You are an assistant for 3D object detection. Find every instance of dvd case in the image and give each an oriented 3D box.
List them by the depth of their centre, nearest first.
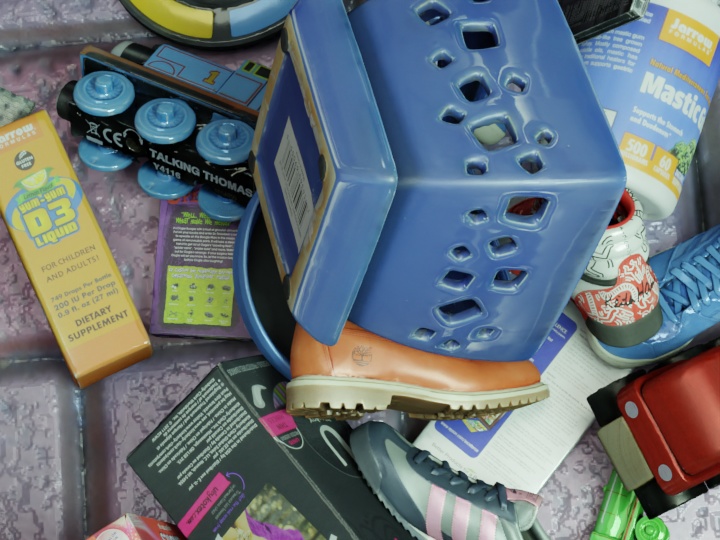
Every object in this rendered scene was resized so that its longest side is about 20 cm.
[{"bbox_3d":[0.177,-0.234,1.239,0.016,0.200,0.149,21,80,-16],"label":"dvd case"}]

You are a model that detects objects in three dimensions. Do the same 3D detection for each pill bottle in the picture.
[{"bbox_3d":[0.209,-0.148,1.256,0.112,0.112,0.201,19,82,9],"label":"pill bottle"}]

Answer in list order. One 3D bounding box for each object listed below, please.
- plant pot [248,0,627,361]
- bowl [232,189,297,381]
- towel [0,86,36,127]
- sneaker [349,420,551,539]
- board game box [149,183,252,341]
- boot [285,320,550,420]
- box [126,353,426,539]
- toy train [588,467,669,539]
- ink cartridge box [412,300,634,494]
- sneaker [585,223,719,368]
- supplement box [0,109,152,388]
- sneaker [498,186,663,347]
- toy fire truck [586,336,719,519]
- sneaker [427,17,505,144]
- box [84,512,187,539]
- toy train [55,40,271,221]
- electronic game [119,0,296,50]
[{"bbox_3d":[0.036,-0.069,1.103,0.179,0.200,0.201,-3,54,-20],"label":"plant pot"},{"bbox_3d":[0.000,0.000,1.232,0.200,0.039,0.202,4,81,-26],"label":"bowl"},{"bbox_3d":[-0.385,-0.094,1.349,0.199,0.035,0.193,27,85,8],"label":"towel"},{"bbox_3d":[0.082,0.165,1.191,0.200,0.070,0.082,44,111,0],"label":"sneaker"},{"bbox_3d":[-0.057,-0.004,1.297,0.199,0.032,0.121,3,83,5],"label":"board game box"},{"bbox_3d":[0.045,0.052,1.188,0.199,0.075,0.108,7,74,-26],"label":"boot"},{"bbox_3d":[-0.048,0.167,1.201,0.106,0.122,0.200,-44,78,18],"label":"box"},{"bbox_3d":[0.189,0.202,1.227,0.056,0.042,0.201,16,80,19],"label":"toy train"},{"bbox_3d":[0.125,0.095,1.256,0.095,0.037,0.200,38,87,10],"label":"ink cartridge box"},{"bbox_3d":[0.254,-0.005,1.204,0.199,0.111,0.077,-23,72,-13],"label":"sneaker"},{"bbox_3d":[-0.226,-0.016,1.285,0.066,0.069,0.201,-25,81,-9],"label":"supplement box"},{"bbox_3d":[0.141,-0.037,1.198,0.067,0.108,0.201,-25,35,-14],"label":"sneaker"},{"bbox_3d":[0.282,0.087,1.137,0.176,0.200,0.129,-17,75,-36],"label":"toy fire truck"},{"bbox_3d":[0.088,-0.202,1.286,0.111,0.077,0.201,-30,71,12],"label":"sneaker"},{"bbox_3d":[-0.158,0.238,1.170,0.102,0.200,0.095,-32,77,-2],"label":"box"},{"bbox_3d":[-0.129,-0.113,1.287,0.199,0.087,0.114,22,49,16],"label":"toy train"},{"bbox_3d":[-0.110,-0.271,1.348,0.199,0.042,0.201,-1,79,6],"label":"electronic game"}]
